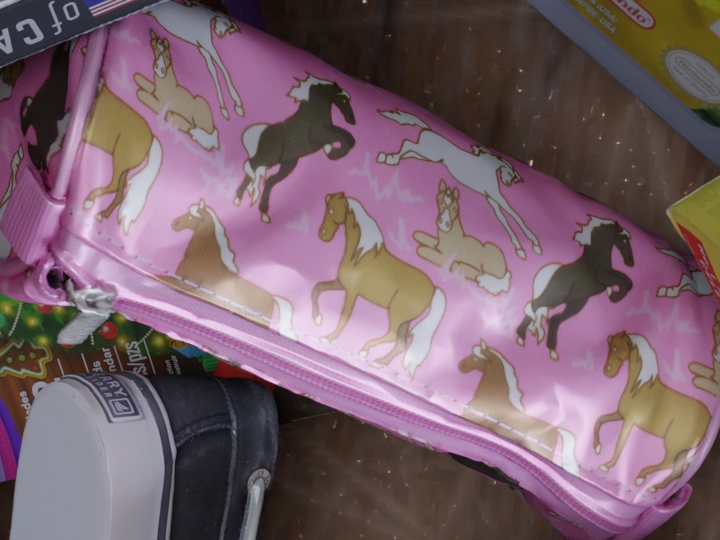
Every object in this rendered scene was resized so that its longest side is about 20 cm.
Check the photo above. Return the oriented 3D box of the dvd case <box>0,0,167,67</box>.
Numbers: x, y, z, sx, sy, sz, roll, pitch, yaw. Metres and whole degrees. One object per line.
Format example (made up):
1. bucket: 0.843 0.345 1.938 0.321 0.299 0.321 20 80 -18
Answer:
1. dvd case: -0.082 -0.137 0.712 0.149 0.025 0.201 -22 54 6

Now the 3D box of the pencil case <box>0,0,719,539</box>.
1. pencil case: 0.000 0.000 0.732 0.199 0.083 0.087 23 89 -26

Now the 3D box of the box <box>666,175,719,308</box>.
1. box: 0.123 0.022 0.645 0.050 0.200 0.076 -30 106 1

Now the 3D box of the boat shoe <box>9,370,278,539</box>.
1. boat shoe: -0.062 0.117 0.795 0.072 0.067 0.201 39 124 52

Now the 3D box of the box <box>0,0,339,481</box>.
1. box: -0.091 -0.045 0.784 0.136 0.039 0.201 -12 110 12

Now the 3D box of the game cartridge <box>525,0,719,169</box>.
1. game cartridge: 0.087 -0.094 0.717 0.200 0.041 0.133 40 142 -8
